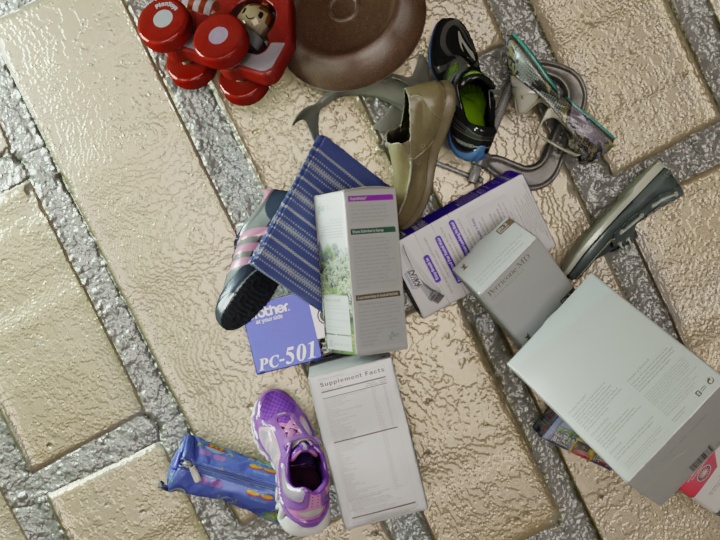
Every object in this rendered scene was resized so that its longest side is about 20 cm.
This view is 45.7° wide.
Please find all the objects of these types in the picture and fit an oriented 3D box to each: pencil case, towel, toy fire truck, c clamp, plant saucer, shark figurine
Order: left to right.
[{"bbox_3d":[-0.169,-0.314,1.071,0.199,0.112,0.169,20,77,18],"label":"toy fire truck"},{"bbox_3d":[-0.158,0.278,1.123,0.199,0.087,0.078,18,76,-3],"label":"pencil case"},{"bbox_3d":[-0.043,-0.056,1.093,0.145,0.024,0.201,35,72,-25],"label":"towel"},{"bbox_3d":[-0.018,-0.325,1.081,0.199,0.037,0.201,-5,73,15],"label":"plant saucer"},{"bbox_3d":[0.022,-0.228,1.102,0.213,0.090,0.129,3,89,-1],"label":"shark figurine"},{"bbox_3d":[0.205,-0.196,1.137,0.170,0.027,0.201,27,92,-2],"label":"c clamp"}]

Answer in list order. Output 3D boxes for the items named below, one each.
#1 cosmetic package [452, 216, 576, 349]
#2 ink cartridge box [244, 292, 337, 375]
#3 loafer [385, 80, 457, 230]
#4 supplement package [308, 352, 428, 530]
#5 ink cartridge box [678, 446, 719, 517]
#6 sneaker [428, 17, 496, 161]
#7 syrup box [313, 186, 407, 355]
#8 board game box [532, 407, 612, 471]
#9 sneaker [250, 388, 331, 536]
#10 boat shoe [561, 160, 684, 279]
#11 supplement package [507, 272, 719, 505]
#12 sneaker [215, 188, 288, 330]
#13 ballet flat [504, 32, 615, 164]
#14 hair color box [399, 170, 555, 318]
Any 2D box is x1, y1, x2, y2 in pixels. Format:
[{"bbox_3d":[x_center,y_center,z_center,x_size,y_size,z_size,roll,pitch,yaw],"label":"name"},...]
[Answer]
[{"bbox_3d":[0.215,0.038,1.082,0.102,0.074,0.200,-45,127,1],"label":"cosmetic package"},{"bbox_3d":[-0.050,0.068,1.135,0.199,0.044,0.095,-13,91,0],"label":"ink cartridge box"},{"bbox_3d":[0.062,-0.148,1.079,0.067,0.076,0.201,10,113,-14],"label":"loafer"},{"bbox_3d":[0.008,0.211,1.110,0.113,0.110,0.201,-13,94,-2],"label":"supplement package"},{"bbox_3d":[0.461,0.229,1.094,0.200,0.084,0.145,33,92,-34],"label":"ink cartridge box"},{"bbox_3d":[0.139,-0.238,1.086,0.070,0.083,0.201,-1,68,-20],"label":"sneaker"},{"bbox_3d":[0.000,0.000,1.058,0.081,0.079,0.201,-4,91,-31],"label":"syrup box"},{"bbox_3d":[0.366,0.170,1.142,0.199,0.062,0.201,25,93,-2],"label":"board game box"},{"bbox_3d":[-0.082,0.227,1.080,0.080,0.089,0.201,-9,51,-19],"label":"sneaker"},{"bbox_3d":[0.346,-0.055,1.126,0.062,0.073,0.200,43,86,1],"label":"boat shoe"},{"bbox_3d":[0.312,0.139,1.003,0.152,0.151,0.200,-48,50,5],"label":"supplement package"},{"bbox_3d":[-0.140,-0.018,1.107,0.082,0.070,0.200,23,72,29],"label":"sneaker"},{"bbox_3d":[0.239,-0.212,1.097,0.200,0.072,0.072,44,91,-8],"label":"ballet flat"},{"bbox_3d":[0.139,-0.035,1.118,0.199,0.065,0.110,-28,103,-2],"label":"hair color box"}]
